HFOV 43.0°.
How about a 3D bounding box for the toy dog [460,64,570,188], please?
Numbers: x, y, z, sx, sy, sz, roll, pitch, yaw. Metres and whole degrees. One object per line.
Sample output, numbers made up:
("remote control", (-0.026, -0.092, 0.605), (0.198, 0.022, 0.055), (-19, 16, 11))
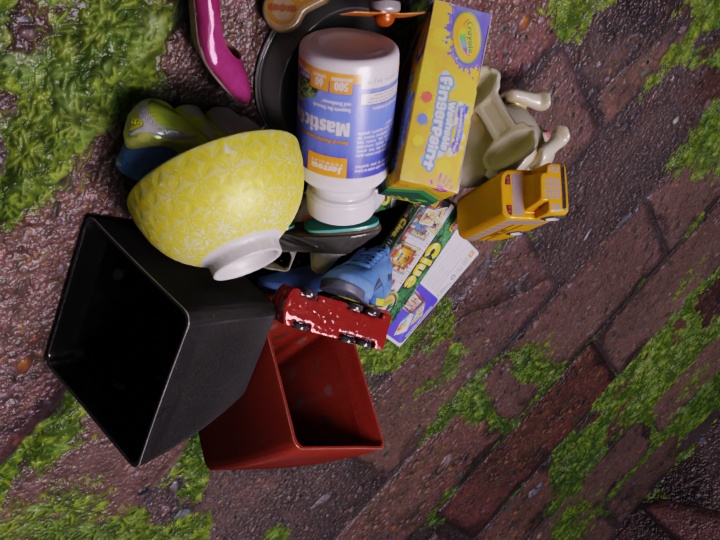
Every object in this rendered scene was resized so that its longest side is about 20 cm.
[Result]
("toy dog", (0.201, -0.162, 1.268), (0.194, 0.140, 0.199), (-48, 153, 23))

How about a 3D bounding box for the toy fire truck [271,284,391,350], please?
("toy fire truck", (-0.033, 0.057, 1.154), (0.197, 0.141, 0.050), (17, 88, -28))

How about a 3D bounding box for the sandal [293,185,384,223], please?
("sandal", (-0.063, -0.072, 1.180), (0.205, 0.060, 0.079), (-34, 146, 19))

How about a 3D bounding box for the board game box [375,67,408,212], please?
("board game box", (0.069, -0.180, 1.233), (0.104, 0.023, 0.203), (-19, 133, -35))

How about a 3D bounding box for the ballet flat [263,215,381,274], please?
("ballet flat", (-0.073, -0.034, 1.114), (0.196, 0.068, 0.070), (2, 113, 0))

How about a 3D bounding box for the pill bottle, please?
("pill bottle", (-0.018, -0.157, 1.028), (0.111, 0.112, 0.203), (-18, 128, -31))

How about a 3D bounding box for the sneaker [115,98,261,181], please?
("sneaker", (-0.187, -0.128, 1.015), (0.198, 0.076, 0.105), (10, 134, -47))

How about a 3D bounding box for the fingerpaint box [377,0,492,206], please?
("fingerpaint box", (0.081, -0.187, 1.067), (0.072, 0.167, 0.204), (11, 88, -7))

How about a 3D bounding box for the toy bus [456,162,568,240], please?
("toy bus", (0.195, -0.086, 1.183), (0.077, 0.200, 0.066), (1, 82, -14))

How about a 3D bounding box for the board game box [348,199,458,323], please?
("board game box", (0.063, -0.017, 1.286), (0.104, 0.023, 0.201), (18, 109, -53))

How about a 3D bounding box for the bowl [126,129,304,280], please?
("bowl", (-0.139, -0.055, 0.979), (0.197, 0.109, 0.200), (-22, 169, -4))

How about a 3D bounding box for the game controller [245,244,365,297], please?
("game controller", (-0.087, 0.010, 1.188), (0.197, 0.043, 0.105), (-15, 153, -22))

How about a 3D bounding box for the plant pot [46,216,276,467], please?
("plant pot", (-0.216, 0.071, 1.056), (0.176, 0.199, 0.202), (-5, 126, -51))

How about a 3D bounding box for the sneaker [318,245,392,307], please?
("sneaker", (0.000, 0.000, 1.127), (0.200, 0.065, 0.080), (13, 96, -77))

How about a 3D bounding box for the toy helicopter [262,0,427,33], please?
("toy helicopter", (-0.012, -0.308, 0.984), (0.198, 0.079, 0.134), (-28, 99, 4))

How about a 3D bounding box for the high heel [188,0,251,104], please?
("high heel", (-0.136, -0.263, 0.929), (0.095, 0.068, 0.201), (-33, 137, -1))

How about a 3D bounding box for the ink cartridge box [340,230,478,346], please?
("ink cartridge box", (0.068, -0.002, 1.367), (0.199, 0.043, 0.200), (-49, 143, 2))

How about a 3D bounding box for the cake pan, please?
("cake pan", (-0.032, -0.232, 1.082), (0.198, 0.037, 0.202), (-25, 137, -26))

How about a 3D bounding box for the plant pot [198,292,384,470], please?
("plant pot", (-0.114, 0.169, 1.206), (0.175, 0.203, 0.199), (-29, 156, 26))
